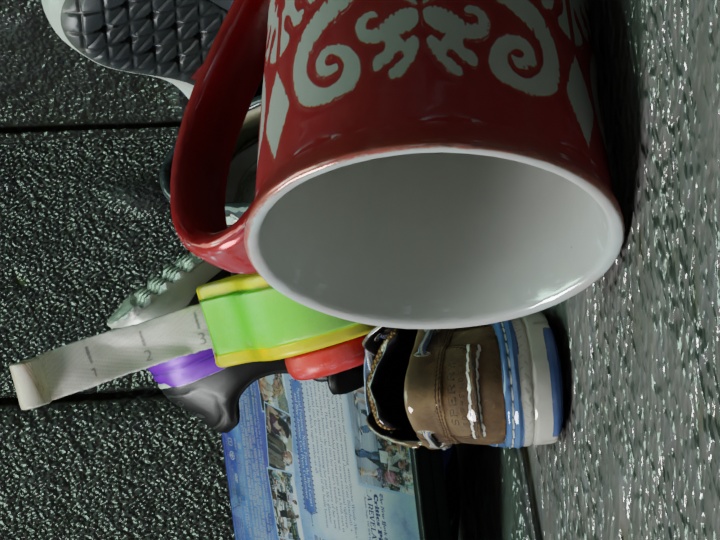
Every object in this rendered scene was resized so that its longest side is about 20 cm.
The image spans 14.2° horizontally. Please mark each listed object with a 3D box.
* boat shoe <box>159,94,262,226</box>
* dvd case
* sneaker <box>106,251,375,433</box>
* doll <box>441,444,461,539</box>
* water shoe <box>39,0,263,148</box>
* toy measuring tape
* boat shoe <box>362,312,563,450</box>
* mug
[{"bbox_3d":[-0.004,-0.049,1.195,0.200,0.060,0.076,-22,55,43],"label":"boat shoe"},{"bbox_3d":[-0.015,0.104,1.449,0.200,0.018,0.143,13,112,58],"label":"dvd case"},{"bbox_3d":[-0.012,0.003,1.361,0.100,0.200,0.070,55,175,-7],"label":"sneaker"},{"bbox_3d":[0.032,0.121,1.473,0.137,0.048,0.200,-97,7,-46],"label":"doll"},{"bbox_3d":[-0.067,-0.114,1.254,0.200,0.071,0.079,28,-153,-52],"label":"water shoe"},{"bbox_3d":[-0.056,0.024,1.283,0.074,0.200,0.074,164,90,-81],"label":"toy measuring tape"},{"bbox_3d":[0.037,0.042,1.249,0.200,0.072,0.072,145,122,-84],"label":"boat shoe"},{"bbox_3d":[0.004,-0.095,1.067,0.133,0.177,0.200,65,-158,-60],"label":"mug"}]
